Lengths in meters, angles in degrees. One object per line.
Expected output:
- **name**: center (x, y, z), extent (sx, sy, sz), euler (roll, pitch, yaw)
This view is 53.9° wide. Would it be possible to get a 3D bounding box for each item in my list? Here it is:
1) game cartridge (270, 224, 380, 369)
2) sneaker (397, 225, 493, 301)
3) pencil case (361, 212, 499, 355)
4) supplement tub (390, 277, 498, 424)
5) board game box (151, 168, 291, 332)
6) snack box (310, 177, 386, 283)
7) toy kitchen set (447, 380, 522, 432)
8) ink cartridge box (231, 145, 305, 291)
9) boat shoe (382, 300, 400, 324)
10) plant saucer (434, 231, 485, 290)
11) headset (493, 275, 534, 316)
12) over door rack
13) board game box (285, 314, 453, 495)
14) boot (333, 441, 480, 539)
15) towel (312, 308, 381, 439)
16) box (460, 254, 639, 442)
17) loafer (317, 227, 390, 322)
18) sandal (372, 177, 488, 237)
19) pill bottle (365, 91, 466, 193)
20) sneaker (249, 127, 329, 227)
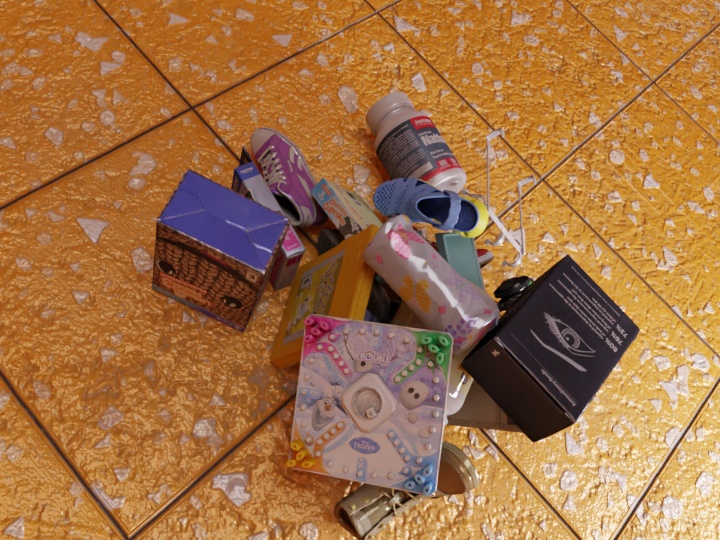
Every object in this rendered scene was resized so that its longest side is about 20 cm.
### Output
- **game cartridge**: center (-0.051, 0.040, 1.040), extent (0.032, 0.199, 0.179), euler (30, 55, -24)
- **sneaker**: center (0.131, -0.030, 1.216), extent (0.197, 0.071, 0.114), euler (-19, 73, -25)
- **pencil case**: center (0.092, 0.017, 0.940), extent (0.200, 0.083, 0.090), euler (47, 35, 13)
- **supplement tub**: center (0.103, 0.117, 1.026), extent (0.143, 0.145, 0.202), euler (28, 73, -2)
- **board game box**: center (-0.205, -0.022, 1.015), extent (0.157, 0.201, 0.098), euler (25, 58, -4)
- **snack box**: center (0.010, -0.058, 1.137), extent (0.201, 0.037, 0.116), euler (53, 18, 27)
- **toy kitchen set**: center (0.246, 0.151, 1.126), extent (0.199, 0.178, 0.166), euler (-1, 90, -60)
- **ink cartridge box**: center (-0.158, -0.080, 1.111), extent (0.041, 0.120, 0.202), euler (-22, 72, -25)
- **boat shoe**: center (0.107, 0.110, 1.138), extent (0.198, 0.062, 0.075), euler (29, 55, -4)
- **plant saucer**: center (0.174, 0.029, 1.158), extent (0.069, 0.019, 0.204), euler (-5, 75, -19)
- **headset**: center (0.273, 0.065, 1.173), extent (0.198, 0.093, 0.126), euler (7, 67, -48)
- **over door rack**: center (0.247, -0.126, 1.271), extent (0.148, 0.066, 0.202), euler (43, 52, -38)
- **board game box**: center (0.009, 0.168, 0.899), extent (0.196, 0.026, 0.204), euler (7, 88, 15)
- **boot**: center (0.056, 0.297, 0.940), extent (0.154, 0.199, 0.074), euler (-29, 93, -28)
- **towel**: center (-0.005, 0.160, 1.018), extent (0.023, 0.147, 0.203), euler (5, 66, 28)
- **box**: center (0.257, 0.103, 0.959), extent (0.148, 0.104, 0.199), euler (47, 57, 6)
- **loafer**: center (0.000, 0.000, 1.133), extent (0.069, 0.076, 0.201), euler (-8, 49, -31)
- **sandal**: center (0.105, -0.108, 1.149), extent (0.197, 0.087, 0.081), euler (13, 96, 27)
- **pill bottle**: center (0.093, -0.215, 1.273), extent (0.118, 0.120, 0.202), euler (-21, 71, -27)
- **sneaker**: center (-0.135, -0.157, 1.164), extent (0.201, 0.073, 0.114), euler (51, 29, 12)
